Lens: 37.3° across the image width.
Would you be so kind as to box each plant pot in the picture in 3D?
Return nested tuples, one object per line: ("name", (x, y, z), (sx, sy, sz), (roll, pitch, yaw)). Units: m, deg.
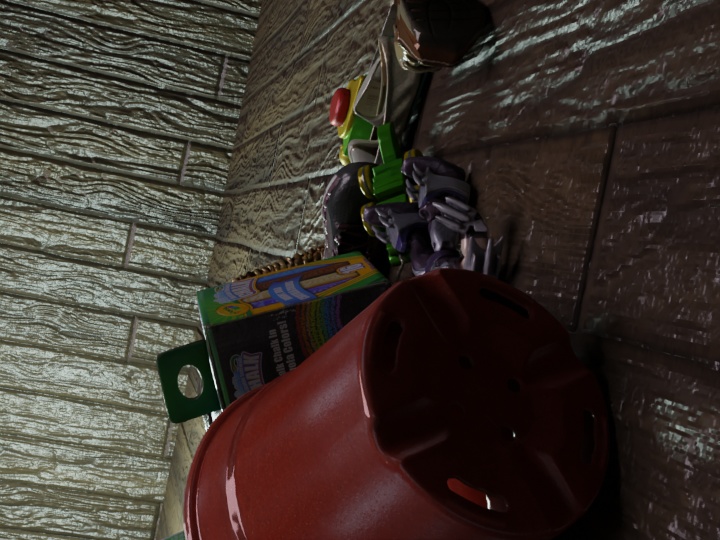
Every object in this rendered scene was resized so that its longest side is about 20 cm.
("plant pot", (0.025, 0.111, 0.604), (0.195, 0.200, 0.202), (131, 149, -48))

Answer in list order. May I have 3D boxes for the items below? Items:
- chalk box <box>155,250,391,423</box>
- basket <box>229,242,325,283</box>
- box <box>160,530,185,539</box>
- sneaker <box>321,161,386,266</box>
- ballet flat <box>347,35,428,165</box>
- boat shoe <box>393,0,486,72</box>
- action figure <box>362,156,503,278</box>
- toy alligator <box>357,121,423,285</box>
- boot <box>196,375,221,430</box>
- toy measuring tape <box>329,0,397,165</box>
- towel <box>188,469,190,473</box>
("chalk box", (-0.071, 0.074, 0.912), (0.124, 0.199, 0.125), (-131, 29, -74))
("basket", (-0.083, 0.073, 1.326), (0.143, 0.148, 0.200), (63, 156, 11))
("box", (-0.147, 0.389, 1.129), (0.200, 0.096, 0.177), (-136, 31, -75))
("sneaker", (0.000, 0.000, 1.044), (0.116, 0.075, 0.201), (-100, 14, -45))
("ballet flat", (0.017, -0.140, 1.078), (0.067, 0.062, 0.201), (-117, 40, -69))
("boat shoe", (0.064, -0.211, 0.941), (0.200, 0.075, 0.074), (-86, 8, -61))
("action figure", (0.057, -0.008, 0.799), (0.200, 0.069, 0.131), (-105, 34, -56))
("toy alligator", (0.038, -0.041, 0.950), (0.054, 0.059, 0.201), (43, -145, -51))
("boot", (-0.111, 0.111, 1.155), (0.182, 0.072, 0.200), (-107, 35, -43))
("toy measuring tape", (0.012, -0.206, 1.144), (0.074, 0.073, 0.201), (-103, 27, -60))
("towel", (-0.120, 0.244, 1.212), (0.200, 0.147, 0.050), (-149, 38, -76))
